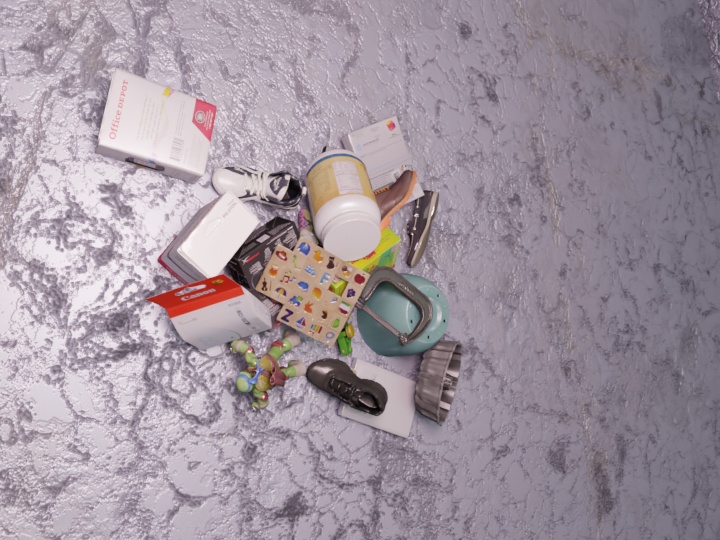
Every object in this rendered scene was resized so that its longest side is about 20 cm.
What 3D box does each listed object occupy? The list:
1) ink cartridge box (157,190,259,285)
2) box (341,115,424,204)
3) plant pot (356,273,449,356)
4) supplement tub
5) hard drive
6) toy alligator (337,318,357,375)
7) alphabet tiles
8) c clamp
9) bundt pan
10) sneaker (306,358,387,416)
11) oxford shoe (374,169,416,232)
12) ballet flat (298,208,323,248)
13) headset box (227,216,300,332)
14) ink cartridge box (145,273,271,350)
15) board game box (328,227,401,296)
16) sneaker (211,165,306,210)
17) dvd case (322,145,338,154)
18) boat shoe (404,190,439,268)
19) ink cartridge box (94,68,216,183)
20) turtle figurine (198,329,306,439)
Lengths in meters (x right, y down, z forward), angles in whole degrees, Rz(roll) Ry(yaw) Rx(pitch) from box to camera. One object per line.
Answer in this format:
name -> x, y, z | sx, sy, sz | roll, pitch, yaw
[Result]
ink cartridge box -> -0.291, -0.055, 1.081 | 0.084, 0.198, 0.146 | 43, 67, -20
box -> 0.056, -0.248, 1.372 | 0.154, 0.041, 0.205 | -27, 101, -30
plant pot -> 0.113, 0.102, 1.338 | 0.196, 0.160, 0.207 | 3, 84, -30
supplement tub -> -0.037, -0.137, 1.203 | 0.141, 0.145, 0.204 | 9, 47, -30
hard drive -> 0.048, 0.304, 1.361 | 0.197, 0.025, 0.135 | 26, 74, -27
toy alligator -> -0.040, 0.147, 1.308 | 0.054, 0.058, 0.205 | -47, 123, -70
alphabet tiles -> -0.101, 0.038, 1.143 | 0.197, 0.008, 0.170 | 28, 95, -16
c clamp -> 0.055, 0.087, 1.220 | 0.197, 0.027, 0.174 | 32, 73, -7
bundt pan -> 0.183, 0.262, 1.375 | 0.201, 0.074, 0.208 | 12, 89, -70
sneaker -> -0.027, 0.256, 1.254 | 0.195, 0.091, 0.078 | 22, 98, -3
oxford shoe -> 0.059, -0.165, 1.305 | 0.072, 0.071, 0.202 | 41, 70, -16
ballet flat -> -0.094, -0.038, 1.277 | 0.071, 0.068, 0.203 | -41, 110, -33
headset box -> -0.177, 0.016, 1.191 | 0.148, 0.074, 0.204 | -37, 125, -28
ink cartridge box -> -0.273, 0.081, 1.058 | 0.156, 0.200, 0.048 | -17, 65, 9
board game box -> 0.000, 0.000, 1.252 | 0.198, 0.103, 0.047 | -37, 66, -28
sneaker -> -0.200, -0.178, 1.186 | 0.195, 0.129, 0.082 | 19, 76, -28
dvd case -> -0.013, -0.191, 1.362 | 0.196, 0.025, 0.155 | 16, 78, -30
boat shoe -> 0.144, -0.108, 1.444 | 0.061, 0.073, 0.205 | 16, 81, 15
ink cartridge box -> -0.391, -0.273, 1.104 | 0.196, 0.085, 0.152 | 15, 79, -28
turtle figurine -> -0.216, 0.205, 1.182 | 0.145, 0.201, 0.192 | 51, 35, 14
